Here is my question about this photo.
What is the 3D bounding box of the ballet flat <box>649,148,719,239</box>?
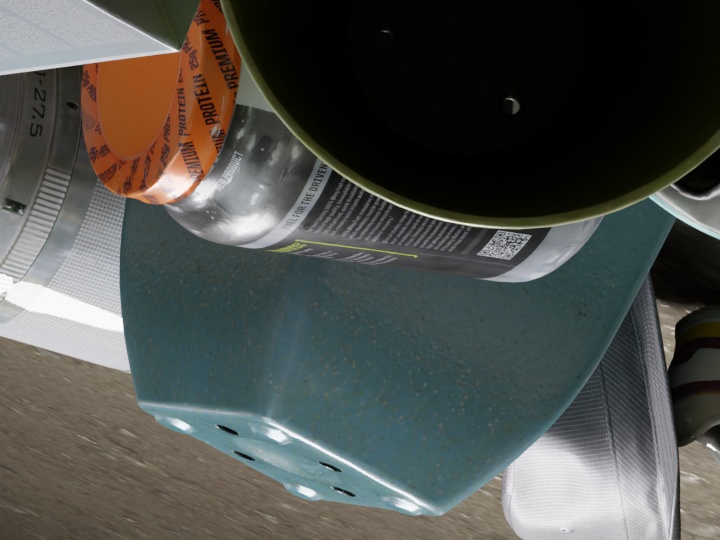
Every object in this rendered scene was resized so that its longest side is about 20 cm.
[{"bbox_3d":[0.204,-0.031,1.236,0.199,0.068,0.064,27,138,-22],"label":"ballet flat"}]

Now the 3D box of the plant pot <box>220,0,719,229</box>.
[{"bbox_3d":[0.045,-0.097,0.988,0.186,0.188,0.200,22,175,1],"label":"plant pot"}]

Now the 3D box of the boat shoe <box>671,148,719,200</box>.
[{"bbox_3d":[0.135,-0.084,1.107,0.071,0.061,0.201,19,166,15],"label":"boat shoe"}]

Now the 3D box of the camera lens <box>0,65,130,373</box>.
[{"bbox_3d":[-0.153,-0.043,1.446,0.199,0.161,0.160,18,171,-35],"label":"camera lens"}]

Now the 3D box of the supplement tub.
[{"bbox_3d":[-0.003,-0.065,1.157,0.199,0.123,0.122,7,176,-34],"label":"supplement tub"}]

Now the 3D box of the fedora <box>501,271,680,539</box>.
[{"bbox_3d":[0.112,0.080,1.497,0.090,0.178,0.200,-8,165,2],"label":"fedora"}]

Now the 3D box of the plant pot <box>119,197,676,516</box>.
[{"bbox_3d":[0.000,0.000,1.345,0.195,0.201,0.196,31,163,-32],"label":"plant pot"}]

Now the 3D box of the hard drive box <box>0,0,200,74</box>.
[{"bbox_3d":[-0.113,-0.156,1.018,0.077,0.157,0.200,28,166,-30],"label":"hard drive box"}]

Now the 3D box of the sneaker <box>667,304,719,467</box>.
[{"bbox_3d":[0.244,0.099,1.546,0.199,0.090,0.075,26,145,-18],"label":"sneaker"}]
